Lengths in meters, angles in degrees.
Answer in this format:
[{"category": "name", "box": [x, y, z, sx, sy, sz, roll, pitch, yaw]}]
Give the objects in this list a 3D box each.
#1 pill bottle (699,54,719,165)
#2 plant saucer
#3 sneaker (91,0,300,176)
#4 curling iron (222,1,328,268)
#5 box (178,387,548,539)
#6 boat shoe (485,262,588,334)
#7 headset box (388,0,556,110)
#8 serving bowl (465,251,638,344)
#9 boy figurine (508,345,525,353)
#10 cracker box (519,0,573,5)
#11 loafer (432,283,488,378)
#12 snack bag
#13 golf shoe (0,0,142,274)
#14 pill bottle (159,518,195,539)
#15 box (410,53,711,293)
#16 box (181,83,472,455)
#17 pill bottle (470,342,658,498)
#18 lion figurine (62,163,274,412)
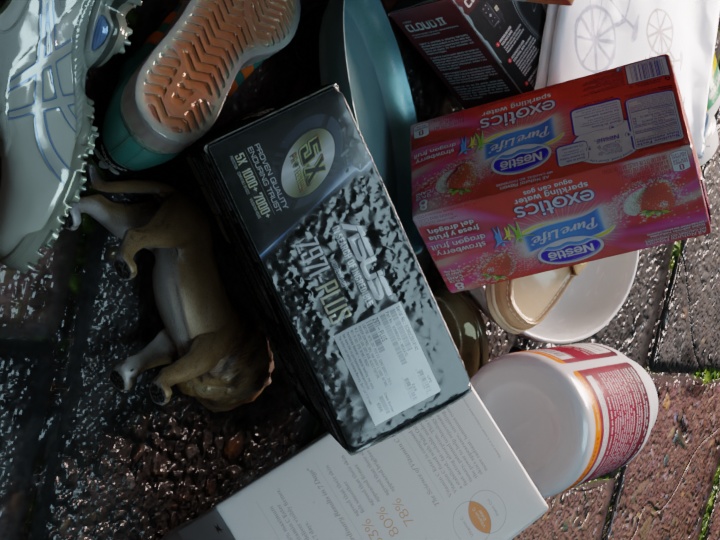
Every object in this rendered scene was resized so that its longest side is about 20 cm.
[{"category": "pill bottle", "box": [0.268, -0.187, 1.071, 0.113, 0.113, 0.200, -48, 132, -24]}, {"category": "plant saucer", "box": [0.009, -0.107, 0.827, 0.200, 0.027, 0.201, -12, 90, -75]}, {"category": "sneaker", "box": [-0.108, -0.133, 0.740, 0.071, 0.080, 0.200, 49, 44, -18]}, {"category": "curling iron", "box": [-0.062, -0.098, 0.823, 0.050, 0.026, 0.201, 23, 85, -54]}, {"category": "box", "box": [0.002, 0.165, 0.774, 0.200, 0.097, 0.125, -29, 84, -30]}, {"category": "boat shoe", "box": [0.166, -0.040, 0.946, 0.074, 0.069, 0.200, 36, 68, -25]}, {"category": "headset box", "box": [0.125, -0.199, 0.917, 0.200, 0.077, 0.149, 45, 64, -28]}, {"category": "serving bowl", "box": [0.149, -0.035, 1.015, 0.200, 0.066, 0.201, 3, 84, -33]}, {"category": "boy figurine", "box": [0.108, 0.171, 1.060, 0.200, 0.064, 0.124, -51, 158, -17]}, {"category": "cracker box", "box": [0.035, -0.233, 0.753, 0.134, 0.200, 0.058, 28, 84, -46]}, {"category": "loafer", "box": [0.050, 0.110, 0.971, 0.067, 0.076, 0.201, 0, 104, -45]}, {"category": "snack bag", "box": [0.222, -0.201, 0.932, 0.200, 0.021, 0.189, 11, 85, -37]}, {"category": "golf shoe", "box": [-0.195, -0.102, 0.671, 0.097, 0.078, 0.201, 16, 88, -27]}, {"category": "pill bottle", "box": [-0.076, 0.275, 0.870, 0.112, 0.112, 0.200, -54, 134, -19]}, {"category": "box", "box": [0.142, -0.067, 0.851, 0.096, 0.199, 0.100, 60, 23, -44]}, {"category": "box", "box": [-0.028, -0.006, 0.735, 0.086, 0.164, 0.200, -27, 100, -10]}, {"category": "pill bottle", "box": [0.172, 0.118, 0.959, 0.200, 0.113, 0.113, 0, 103, -57]}, {"category": "lion figurine", "box": [-0.117, 0.011, 0.773, 0.122, 0.072, 0.201, -31, 119, -47]}]
